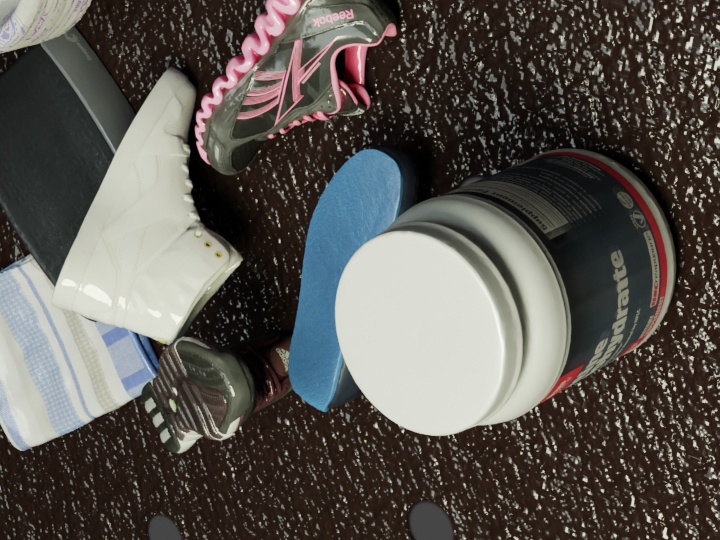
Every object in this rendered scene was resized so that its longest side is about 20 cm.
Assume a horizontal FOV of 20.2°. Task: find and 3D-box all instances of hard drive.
[{"bbox_3d":[-0.222,-0.074,1.556,0.134,0.042,0.201,-36,81,26],"label":"hard drive"}]

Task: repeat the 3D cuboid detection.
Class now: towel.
[{"bbox_3d":[-0.251,0.057,1.651,0.199,0.024,0.148,-25,89,41],"label":"towel"}]

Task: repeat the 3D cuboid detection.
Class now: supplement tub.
[{"bbox_3d":[0.091,0.012,1.243,0.139,0.199,0.142,14,113,35],"label":"supplement tub"}]

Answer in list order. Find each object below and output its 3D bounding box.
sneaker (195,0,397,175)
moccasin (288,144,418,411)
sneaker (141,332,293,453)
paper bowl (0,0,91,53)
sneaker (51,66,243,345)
[{"bbox_3d":[-0.042,-0.127,1.396,0.095,0.079,0.200,41,128,7],"label":"sneaker"},{"bbox_3d":[0.000,0.000,1.403,0.080,0.068,0.201,40,125,31],"label":"moccasin"},{"bbox_3d":[-0.083,0.070,1.449,0.076,0.115,0.200,65,158,1],"label":"sneaker"},{"bbox_3d":[-0.261,-0.265,1.492,0.200,0.104,0.203,17,116,39],"label":"paper bowl"},{"bbox_3d":[-0.132,-0.041,1.463,0.115,0.201,0.074,22,160,0],"label":"sneaker"}]
